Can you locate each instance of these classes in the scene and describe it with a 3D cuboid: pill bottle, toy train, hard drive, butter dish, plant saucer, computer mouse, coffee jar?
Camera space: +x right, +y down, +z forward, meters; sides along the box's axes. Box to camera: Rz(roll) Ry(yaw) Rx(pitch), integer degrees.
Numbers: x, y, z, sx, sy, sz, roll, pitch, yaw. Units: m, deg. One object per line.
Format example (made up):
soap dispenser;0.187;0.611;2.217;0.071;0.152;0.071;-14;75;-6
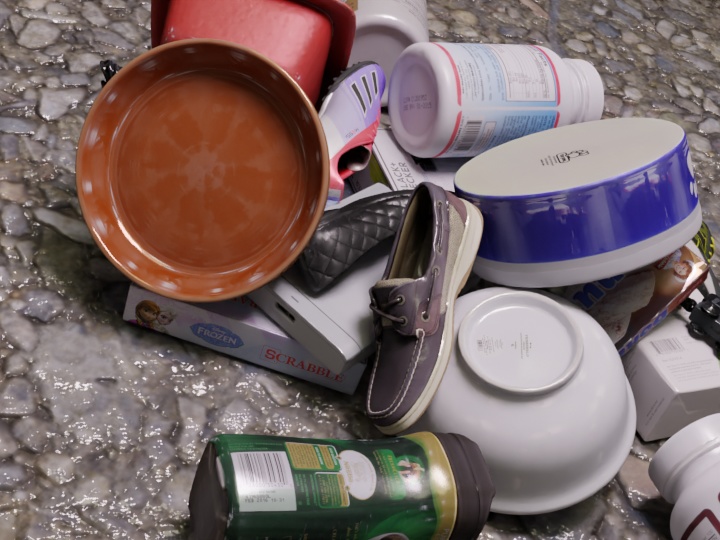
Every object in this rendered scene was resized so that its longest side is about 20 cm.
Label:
pill bottle;0.308;0.210;0.901;0.112;0.113;0.201;-6;46;-30
toy train;0.271;0.003;1.079;0.200;0.034;0.046;42;40;24
hard drive;0.000;0.000;1.007;0.132;0.027;0.200;40;40;19
butter dish;-0.121;-0.179;1.128;0.198;0.200;0.149;18;61;-2
plant saucer;-0.121;-0.076;0.925;0.199;0.201;0.032;26;4;6
pill bottle;0.019;-0.283;1.339;0.114;0.115;0.201;13;39;-10
pill bottle;0.135;-0.166;1.166;0.199;0.109;0.109;-4;45;-29
computer mouse;-0.137;-0.086;0.994;0.200;0.139;0.053;36;84;14
coffee jar;-0.012;0.162;0.817;0.199;0.105;0.086;3;45;-23

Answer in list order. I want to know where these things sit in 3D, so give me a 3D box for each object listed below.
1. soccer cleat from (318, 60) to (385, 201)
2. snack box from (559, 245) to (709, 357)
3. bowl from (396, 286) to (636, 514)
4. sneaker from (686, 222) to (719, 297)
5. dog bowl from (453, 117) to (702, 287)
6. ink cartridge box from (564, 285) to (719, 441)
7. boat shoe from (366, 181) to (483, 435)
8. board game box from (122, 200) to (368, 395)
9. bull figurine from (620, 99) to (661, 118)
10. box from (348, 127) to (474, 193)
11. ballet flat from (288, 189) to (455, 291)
soccer cleat;-0.012;-0.128;1.113;0.073;0.069;0.200;23;42;13
snack box;0.205;0.043;1.031;0.200;0.024;0.072;-41;62;-9
bowl;0.122;0.081;0.936;0.199;0.091;0.202;0;49;0
sneaker;0.329;-0.018;1.207;0.084;0.075;0.201;3;42;-22
dog bowl;0.181;-0.061;1.007;0.199;0.079;0.200;-14;19;5
ink cartridge box;0.261;0.053;1.098;0.116;0.068;0.201;-5;46;-29
boat shoe;0.037;0.025;0.917;0.065;0.072;0.201;33;66;-31
board game box;-0.079;-0.003;1.026;0.199;0.041;0.200;19;38;-4
bull figurine;0.259;-0.100;1.186;0.065;0.122;0.200;10;1;-13
box;0.098;-0.080;1.183;0.199;0.060;0.117;1;42;-23
ballet flat;0.014;-0.033;1.003;0.066;0.057;0.199;-3;12;46
